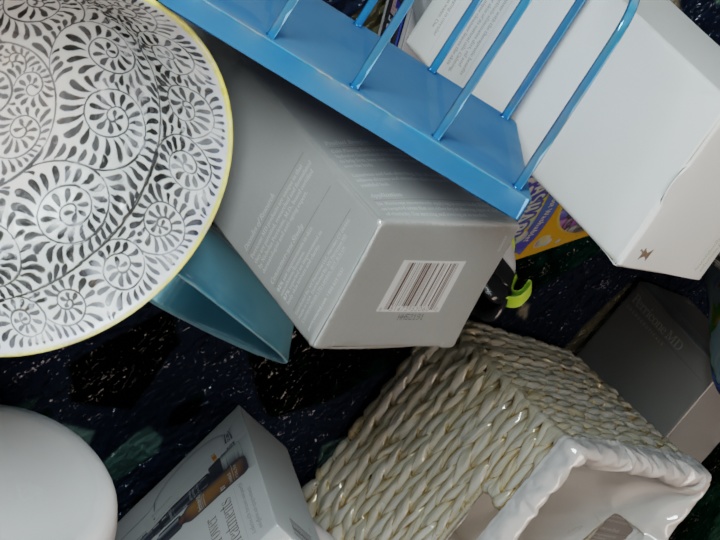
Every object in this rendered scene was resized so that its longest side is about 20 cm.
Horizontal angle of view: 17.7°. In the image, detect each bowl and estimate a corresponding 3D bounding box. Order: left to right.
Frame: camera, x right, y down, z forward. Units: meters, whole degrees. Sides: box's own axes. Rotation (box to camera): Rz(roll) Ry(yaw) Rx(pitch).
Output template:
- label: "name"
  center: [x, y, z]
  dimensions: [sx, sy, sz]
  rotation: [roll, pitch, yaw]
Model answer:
- label: "bowl"
  center: [-0.171, -0.067, 1.121]
  dimensions: [0.200, 0.094, 0.202]
  rotation: [-14, 124, -21]

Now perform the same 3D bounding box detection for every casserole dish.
- label: "casserole dish"
  center: [-0.104, -0.007, 1.271]
  dimensions: [0.039, 0.121, 0.200]
  rotation: [-61, 148, -10]

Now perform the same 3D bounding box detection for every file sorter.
- label: "file sorter"
  center: [0.022, -0.143, 1.123]
  dimensions: [0.199, 0.139, 0.123]
  rotation: [31, 107, -10]

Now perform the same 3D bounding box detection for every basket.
- label: "basket"
  center: [0.101, 0.158, 1.628]
  dimensions: [0.199, 0.161, 0.199]
  rotation: [16, 117, -52]

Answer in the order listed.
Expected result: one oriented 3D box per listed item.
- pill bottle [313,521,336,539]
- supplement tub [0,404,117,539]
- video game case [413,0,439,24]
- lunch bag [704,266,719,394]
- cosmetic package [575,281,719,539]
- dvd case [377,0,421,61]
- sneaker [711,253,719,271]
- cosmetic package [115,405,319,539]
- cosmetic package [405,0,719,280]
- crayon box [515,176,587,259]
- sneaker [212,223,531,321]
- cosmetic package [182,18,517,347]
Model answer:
- label: "pill bottle"
  center: [-0.093, 0.257, 1.525]
  dimensions: [0.201, 0.115, 0.116]
  rotation: [-58, 155, -24]
- label: "supplement tub"
  center: [-0.224, 0.192, 1.348]
  dimensions: [0.144, 0.145, 0.201]
  rotation: [-17, 140, -33]
- label: "video game case"
  center: [0.082, -0.221, 1.248]
  dimensions: [0.143, 0.018, 0.201]
  rotation: [-32, 146, -14]
- label: "lunch bag"
  center: [0.306, -0.009, 1.627]
  dimensions: [0.082, 0.200, 0.161]
  rotation: [22, 125, -7]
- label: "cosmetic package"
  center: [0.197, 0.118, 1.737]
  dimensions: [0.090, 0.107, 0.200]
  rotation: [13, 118, -52]
- label: "dvd case"
  center: [0.082, -0.174, 1.342]
  dimensions: [0.150, 0.025, 0.201]
  rotation: [-17, 141, -33]
- label: "sneaker"
  center: [0.238, -0.027, 1.544]
  dimensions: [0.075, 0.115, 0.200]
  rotation: [-53, 171, 9]
- label: "cosmetic package"
  center: [-0.101, 0.182, 1.430]
  dimensions: [0.052, 0.200, 0.151]
  rotation: [42, 96, -18]
- label: "cosmetic package"
  center: [0.127, -0.099, 1.234]
  dimensions: [0.085, 0.200, 0.108]
  rotation: [9, 123, -49]
- label: "crayon box"
  center: [0.114, -0.063, 1.460]
  dimensions: [0.199, 0.052, 0.126]
  rotation: [-19, 153, -33]
- label: "sneaker"
  center: [0.000, 0.000, 1.350]
  dimensions: [0.198, 0.083, 0.072]
  rotation: [-4, 143, 0]
- label: "cosmetic package"
  center: [-0.024, -0.056, 1.198]
  dimensions: [0.106, 0.200, 0.091]
  rotation: [1, 127, -43]
